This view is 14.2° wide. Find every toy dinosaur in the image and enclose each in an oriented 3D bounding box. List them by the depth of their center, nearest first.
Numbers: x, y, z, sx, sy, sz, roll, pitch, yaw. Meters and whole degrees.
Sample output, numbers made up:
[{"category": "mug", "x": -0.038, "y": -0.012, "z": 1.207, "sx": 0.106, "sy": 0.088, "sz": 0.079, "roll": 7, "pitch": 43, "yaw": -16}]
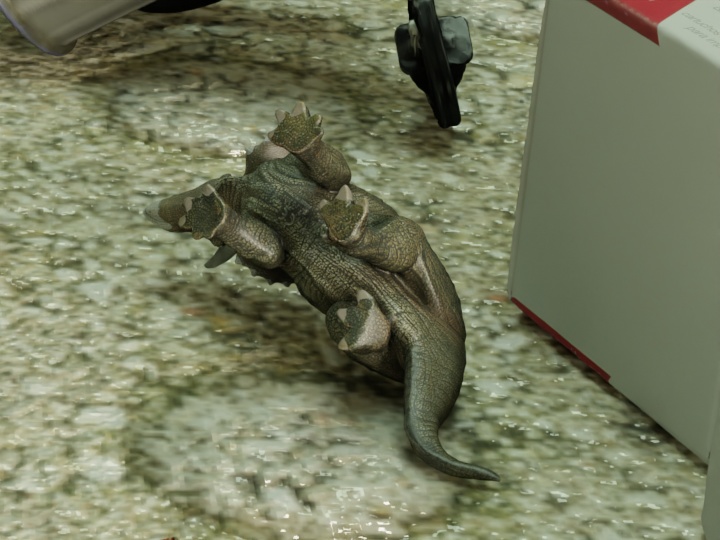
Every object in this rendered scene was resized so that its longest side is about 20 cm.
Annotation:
[{"category": "toy dinosaur", "x": 0.000, "y": 0.000, "z": 1.045, "sx": 0.200, "sy": 0.077, "sz": 0.102, "roll": 37, "pitch": 3, "yaw": 28}]

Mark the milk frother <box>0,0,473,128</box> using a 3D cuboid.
[{"category": "milk frother", "x": -0.060, "y": -0.140, "z": 1.299, "sx": 0.188, "sy": 0.181, "sz": 0.200, "roll": -24, "pitch": 51, "yaw": 17}]

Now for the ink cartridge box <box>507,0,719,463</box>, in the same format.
[{"category": "ink cartridge box", "x": 0.182, "y": -0.034, "z": 1.081, "sx": 0.200, "sy": 0.145, "sz": 0.145, "roll": -7, "pitch": 26, "yaw": -28}]

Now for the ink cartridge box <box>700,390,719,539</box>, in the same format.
[{"category": "ink cartridge box", "x": 0.217, "y": 0.084, "z": 0.898, "sx": 0.199, "sy": 0.084, "sz": 0.145, "roll": 4, "pitch": 24, "yaw": -4}]

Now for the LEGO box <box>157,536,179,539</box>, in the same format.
[{"category": "LEGO box", "x": -0.105, "y": 0.154, "z": 0.530, "sx": 0.149, "sy": 0.201, "sz": 0.077, "roll": -1, "pitch": 24, "yaw": -12}]
